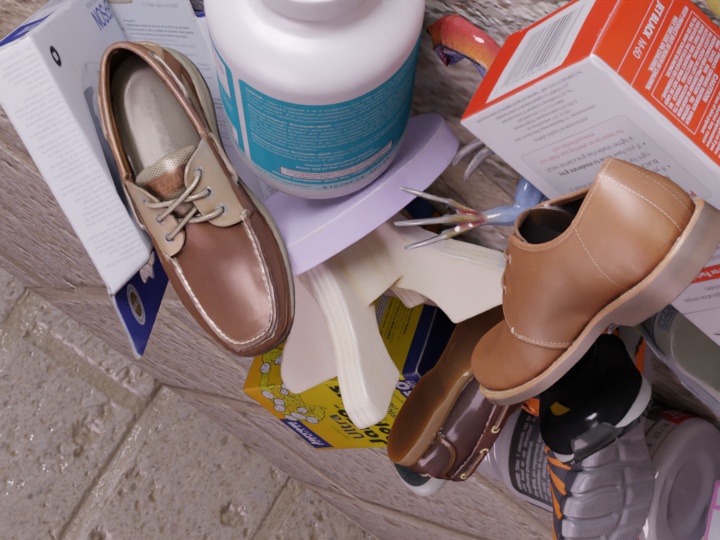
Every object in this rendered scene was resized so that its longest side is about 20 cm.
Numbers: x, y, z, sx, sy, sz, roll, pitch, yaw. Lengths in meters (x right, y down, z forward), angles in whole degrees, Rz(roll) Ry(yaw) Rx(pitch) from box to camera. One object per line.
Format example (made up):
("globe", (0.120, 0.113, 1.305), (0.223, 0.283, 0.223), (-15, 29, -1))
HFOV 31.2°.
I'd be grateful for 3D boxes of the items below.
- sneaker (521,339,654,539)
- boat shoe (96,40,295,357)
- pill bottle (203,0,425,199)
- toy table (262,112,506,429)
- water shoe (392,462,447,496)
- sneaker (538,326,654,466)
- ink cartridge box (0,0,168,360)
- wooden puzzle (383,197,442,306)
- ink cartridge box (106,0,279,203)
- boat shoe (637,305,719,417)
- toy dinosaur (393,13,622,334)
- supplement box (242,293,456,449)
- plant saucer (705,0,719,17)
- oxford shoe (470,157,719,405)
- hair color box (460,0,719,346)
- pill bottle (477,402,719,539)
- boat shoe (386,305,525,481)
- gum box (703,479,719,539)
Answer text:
("sneaker", (0.159, 0.125, 0.967), (0.077, 0.203, 0.112), (1, -170, -30))
("boat shoe", (-0.101, -0.043, 0.736), (0.202, 0.075, 0.072), (62, -170, 14))
("pill bottle", (-0.023, -0.120, 0.668), (0.110, 0.112, 0.200), (30, 165, 7))
("toy table", (0.000, 0.000, 0.821), (0.198, 0.184, 0.118), (-21, 114, 39))
("water shoe", (0.068, 0.119, 1.154), (0.071, 0.202, 0.079), (-37, 128, 26))
("sneaker", (0.124, 0.039, 0.779), (0.090, 0.070, 0.200), (51, -157, -9))
("ink cartridge box", (-0.156, -0.073, 0.826), (0.200, 0.040, 0.202), (-91, -22, -68))
("wooden puzzle", (-0.017, -0.059, 0.975), (0.184, 0.047, 0.200), (11, 149, 53))
("ink cartridge box", (-0.136, -0.138, 0.924), (0.195, 0.043, 0.202), (15, 132, 48))
("boat shoe", (0.235, 0.056, 0.798), (0.200, 0.070, 0.072), (38, -172, -34))
("toy dinosaur", (0.110, -0.066, 0.702), (0.106, 0.197, 0.183), (-102, -6, -56))
("supplement box", (0.017, 0.075, 1.082), (0.198, 0.111, 0.109), (-9, 139, 43))
("plant saucer", (0.161, -0.143, 0.354), (0.199, 0.049, 0.200), (16, 157, 45))
("oxford shoe", (0.096, 0.004, 0.628), (0.071, 0.072, 0.200), (36, 146, -1))
("hair color box", (0.158, -0.045, 0.613), (0.199, 0.064, 0.111), (39, 156, -16))
("pill bottle", (0.186, 0.149, 1.057), (0.199, 0.115, 0.114), (18, 159, 43))
("boat shoe", (0.095, 0.072, 0.935), (0.070, 0.201, 0.071), (22, -150, -19))
("gum box", (0.348, 0.221, 0.954), (0.197, 0.067, 0.114), (9, 155, 24))
